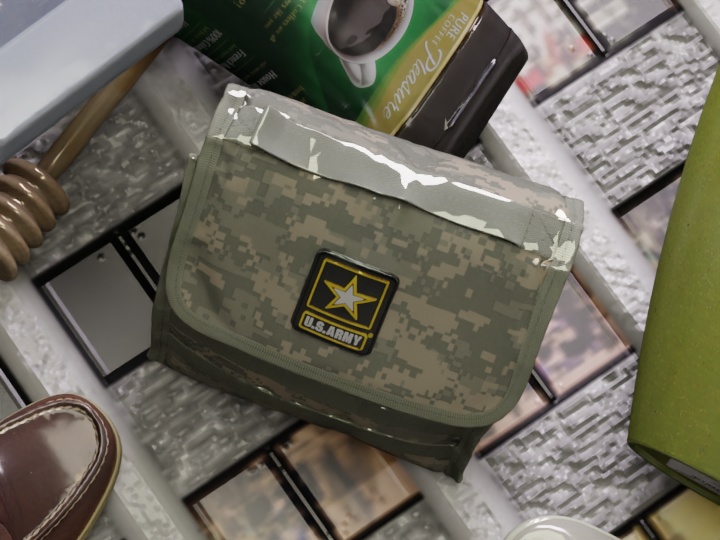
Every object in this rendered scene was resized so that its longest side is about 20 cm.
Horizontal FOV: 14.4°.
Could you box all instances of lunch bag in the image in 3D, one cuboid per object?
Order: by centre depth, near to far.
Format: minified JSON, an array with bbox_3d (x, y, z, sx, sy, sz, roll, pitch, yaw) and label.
[{"bbox_3d":[0.000,0.000,1.237,0.163,0.200,0.118,21,71,0],"label":"lunch bag"}]

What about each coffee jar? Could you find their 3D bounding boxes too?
[{"bbox_3d":[-0.024,-0.122,1.312,0.200,0.085,0.105,38,72,-10],"label":"coffee jar"}]

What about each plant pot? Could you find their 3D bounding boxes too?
[{"bbox_3d":[0.207,0.013,1.279,0.186,0.187,0.201,28,84,4],"label":"plant pot"}]

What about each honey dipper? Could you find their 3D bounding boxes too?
[{"bbox_3d":[-0.119,-0.081,1.341,0.038,0.038,0.200,34,68,5],"label":"honey dipper"}]

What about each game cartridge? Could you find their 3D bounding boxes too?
[{"bbox_3d":[-0.170,-0.145,1.149,0.133,0.042,0.200,-37,80,-22],"label":"game cartridge"}]

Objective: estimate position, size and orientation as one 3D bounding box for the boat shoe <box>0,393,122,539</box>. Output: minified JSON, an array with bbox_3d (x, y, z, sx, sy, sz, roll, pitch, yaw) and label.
[{"bbox_3d":[-0.185,0.123,1.245,0.200,0.072,0.072,-38,79,-15],"label":"boat shoe"}]

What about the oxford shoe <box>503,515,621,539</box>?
[{"bbox_3d":[0.141,0.182,1.268,0.075,0.058,0.200,-42,79,-14],"label":"oxford shoe"}]
